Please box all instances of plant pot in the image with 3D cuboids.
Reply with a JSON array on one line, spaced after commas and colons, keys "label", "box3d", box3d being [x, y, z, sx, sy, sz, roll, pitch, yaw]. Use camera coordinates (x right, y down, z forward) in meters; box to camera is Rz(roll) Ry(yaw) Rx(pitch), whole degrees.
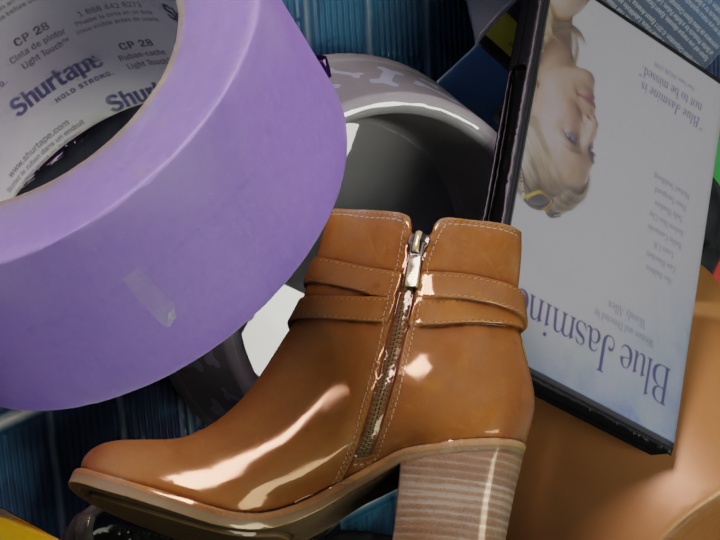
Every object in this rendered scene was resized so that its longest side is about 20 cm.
[{"label": "plant pot", "box3d": [0.145, 0.109, 1.340, 0.200, 0.140, 0.200, -22, 138, -20]}]

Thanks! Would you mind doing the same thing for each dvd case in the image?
[{"label": "dvd case", "box3d": [0.115, -0.028, 1.242, 0.143, 0.018, 0.201, 28, 65, -39]}]

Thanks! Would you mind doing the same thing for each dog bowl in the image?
[{"label": "dog bowl", "box3d": [0.000, 0.000, 1.221, 0.200, 0.059, 0.201, -6, 103, -28]}]

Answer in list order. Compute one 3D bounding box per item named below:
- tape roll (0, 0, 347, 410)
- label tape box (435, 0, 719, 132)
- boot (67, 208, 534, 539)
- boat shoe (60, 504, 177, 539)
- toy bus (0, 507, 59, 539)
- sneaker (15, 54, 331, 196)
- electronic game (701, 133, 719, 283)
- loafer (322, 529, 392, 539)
[{"label": "tape roll", "box3d": [-0.111, -0.048, 1.021, 0.200, 0.200, 0.085, -52, 135, -20]}, {"label": "label tape box", "box3d": [0.121, -0.142, 1.319, 0.200, 0.066, 0.143, -46, 137, 8]}, {"label": "boot", "box3d": [-0.023, 0.046, 1.142, 0.074, 0.199, 0.155, 98, -2, -76]}, {"label": "boat shoe", "box3d": [-0.043, 0.158, 1.184, 0.201, 0.061, 0.072, 20, 65, -6]}, {"label": "toy bus", "box3d": [-0.198, 0.195, 1.120, 0.078, 0.065, 0.200, 28, 83, -47]}, {"label": "sneaker", "box3d": [-0.099, -0.035, 1.122, 0.200, 0.087, 0.074, -54, 135, -18]}, {"label": "electronic game", "box3d": [0.130, -0.003, 1.364, 0.200, 0.042, 0.200, -19, 133, -22]}, {"label": "loafer", "box3d": [0.055, 0.203, 1.336, 0.200, 0.070, 0.068, 30, 48, -8]}]
